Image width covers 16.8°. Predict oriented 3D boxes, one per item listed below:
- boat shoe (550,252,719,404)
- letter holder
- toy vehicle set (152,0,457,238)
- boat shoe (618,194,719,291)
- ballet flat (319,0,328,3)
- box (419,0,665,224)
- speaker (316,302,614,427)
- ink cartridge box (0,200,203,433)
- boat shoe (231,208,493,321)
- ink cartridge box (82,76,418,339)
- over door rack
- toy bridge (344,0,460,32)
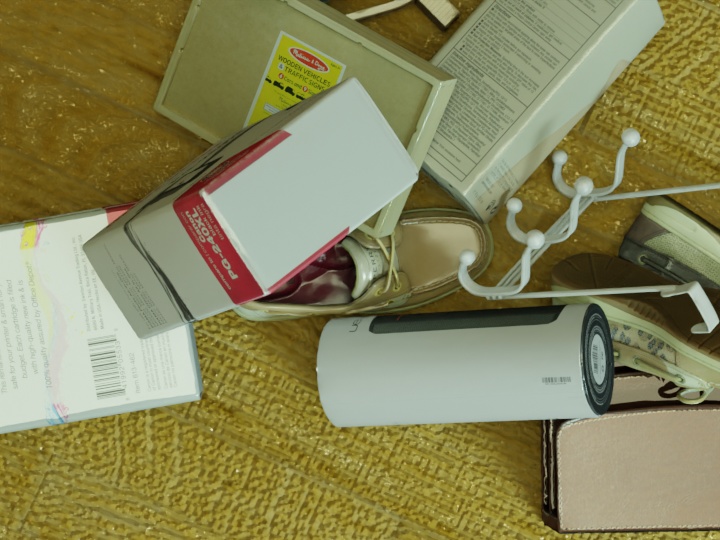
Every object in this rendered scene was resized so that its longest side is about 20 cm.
[{"bbox_3d":[0.221,0.048,1.720,0.073,0.200,0.063,-28,131,-38],"label":"boat shoe"},{"bbox_3d":[0.233,0.113,1.744,0.200,0.101,0.142,-1,88,-2],"label":"letter holder"},{"bbox_3d":[-0.042,-0.124,1.714,0.200,0.027,0.124,31,111,18],"label":"toy vehicle set"},{"bbox_3d":[0.275,0.023,1.758,0.201,0.072,0.066,38,102,10],"label":"boat shoe"},{"bbox_3d":[-0.007,-0.236,1.746,0.200,0.073,0.073,-12,90,-3],"label":"ballet flat"},{"bbox_3d":[0.116,-0.142,1.736,0.200,0.078,0.095,-47,68,-1],"label":"box"},{"bbox_3d":[0.072,0.068,1.711,0.200,0.081,0.081,-4,90,23],"label":"speaker"},{"bbox_3d":[-0.222,0.035,1.733,0.200,0.083,0.146,-9,91,-2],"label":"ink cartridge box"},{"bbox_3d":[0.000,0.000,1.750,0.200,0.066,0.074,-14,91,-2],"label":"boat shoe"},{"bbox_3d":[-0.078,-0.039,1.616,0.145,0.200,0.083,-39,101,-29],"label":"ink cartridge box"},{"bbox_3d":[0.182,-0.033,1.677,0.148,0.200,0.067,-45,130,-39],"label":"over door rack"},{"bbox_3d":[-0.021,-0.139,1.769,0.200,0.027,0.067,-44,89,-1],"label":"toy bridge"}]
